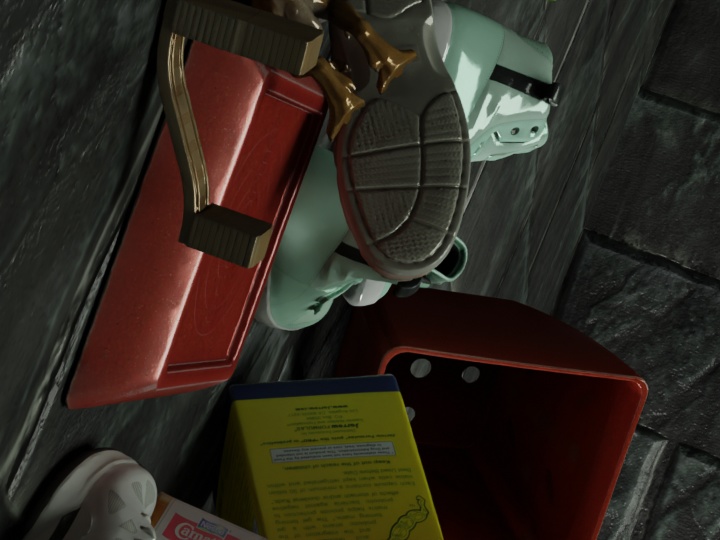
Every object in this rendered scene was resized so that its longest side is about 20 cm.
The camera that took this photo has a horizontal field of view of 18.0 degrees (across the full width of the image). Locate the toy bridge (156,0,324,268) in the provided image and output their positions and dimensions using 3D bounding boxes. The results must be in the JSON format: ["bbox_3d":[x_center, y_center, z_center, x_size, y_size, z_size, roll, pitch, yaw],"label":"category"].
[{"bbox_3d":[-0.050,-0.104,0.975,0.027,0.067,0.201,-47,154,-66],"label":"toy bridge"}]

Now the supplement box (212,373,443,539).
[{"bbox_3d":[-0.015,0.174,1.352,0.109,0.109,0.201,102,-20,-44],"label":"supplement box"}]

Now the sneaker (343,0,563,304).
[{"bbox_3d":[0.061,-0.064,1.452,0.074,0.118,0.201,39,-67,61],"label":"sneaker"}]

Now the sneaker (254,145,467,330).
[{"bbox_3d":[0.000,0.000,1.318,0.201,0.118,0.074,88,22,-69],"label":"sneaker"}]

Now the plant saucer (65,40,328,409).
[{"bbox_3d":[-0.071,-0.023,1.127,0.200,0.037,0.200,7,103,-79],"label":"plant saucer"}]

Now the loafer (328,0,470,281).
[{"bbox_3d":[0.015,-0.085,1.208,0.063,0.072,0.201,116,-31,-69],"label":"loafer"}]

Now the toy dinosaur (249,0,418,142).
[{"bbox_3d":[-0.032,-0.119,1.054,0.060,0.106,0.200,-47,173,-3],"label":"toy dinosaur"}]

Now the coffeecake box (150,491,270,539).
[{"bbox_3d":[-0.077,0.227,1.101,0.073,0.153,0.200,100,16,-48],"label":"coffeecake box"}]

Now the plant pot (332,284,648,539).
[{"bbox_3d":[0.065,0.113,1.656,0.176,0.199,0.201,-118,-140,-61],"label":"plant pot"}]

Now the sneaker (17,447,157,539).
[{"bbox_3d":[-0.108,0.154,1.042,0.201,0.115,0.076,-47,155,-67],"label":"sneaker"}]
